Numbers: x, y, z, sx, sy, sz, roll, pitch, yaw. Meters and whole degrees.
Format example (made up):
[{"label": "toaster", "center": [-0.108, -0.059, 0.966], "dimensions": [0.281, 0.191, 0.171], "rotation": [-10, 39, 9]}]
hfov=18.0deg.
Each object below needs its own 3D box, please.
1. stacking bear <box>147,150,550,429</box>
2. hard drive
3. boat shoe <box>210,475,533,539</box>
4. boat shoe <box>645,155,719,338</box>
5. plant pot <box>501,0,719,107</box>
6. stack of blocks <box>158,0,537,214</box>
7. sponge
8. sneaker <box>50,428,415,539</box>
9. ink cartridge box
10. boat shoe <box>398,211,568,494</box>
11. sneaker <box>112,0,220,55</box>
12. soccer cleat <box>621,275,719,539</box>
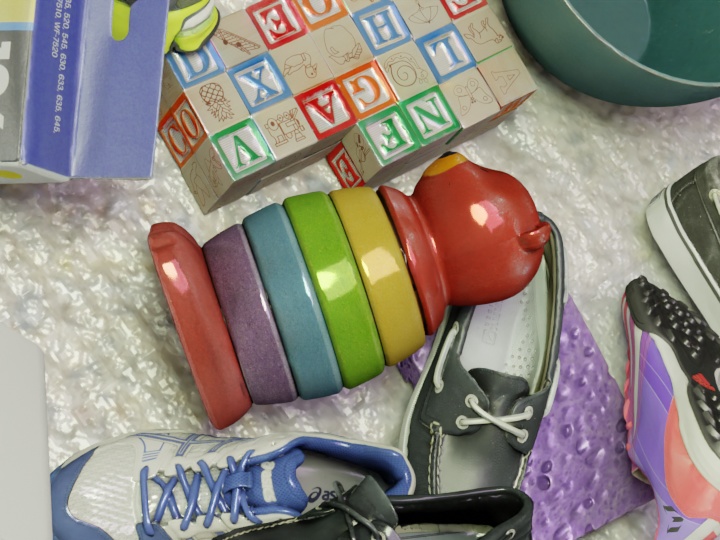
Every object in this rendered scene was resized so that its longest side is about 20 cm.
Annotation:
[{"label": "stacking bear", "center": [0.000, 0.000, 1.197], "dimensions": [0.199, 0.121, 0.114], "rotation": [-19, 95, -3]}, {"label": "hard drive", "center": [-0.200, 0.094, 1.096], "dimensions": [0.132, 0.027, 0.201], "rotation": [37, 32, -41]}, {"label": "boat shoe", "center": [0.007, 0.134, 1.133], "dimensions": [0.198, 0.075, 0.066], "rotation": [6, 114, -29]}, {"label": "boat shoe", "center": [0.249, 0.025, 1.346], "dimensions": [0.200, 0.064, 0.071], "rotation": [54, 36, 1]}, {"label": "plant pot", "center": [0.160, -0.179, 1.347], "dimensions": [0.199, 0.135, 0.201], "rotation": [7, 71, -20]}, {"label": "stack of blocks", "center": [-0.013, -0.104, 1.294], "dimensions": [0.199, 0.059, 0.116], "rotation": [-27, 83, -27]}, {"label": "sponge", "center": [0.084, 0.060, 1.297], "dimensions": [0.111, 0.030, 0.201], "rotation": [-25, 85, -26]}, {"label": "sneaker", "center": [-0.067, 0.110, 1.185], "dimensions": [0.199, 0.088, 0.076], "rotation": [-4, 76, -22]}, {"label": "ink cartridge box", "center": [-0.195, -0.144, 1.162], "dimensions": [0.199, 0.047, 0.199], "rotation": [-1, 78, 22]}, {"label": "boat shoe", "center": [0.069, 0.062, 1.240], "dimensions": [0.075, 0.060, 0.201], "rotation": [12, 70, -16]}, {"label": "sneaker", "center": [-0.165, -0.188, 1.224], "dimensions": [0.199, 0.081, 0.074], "rotation": [18, 41, 5]}, {"label": "soccer cleat", "center": [0.172, 0.077, 1.280], "dimensions": [0.068, 0.073, 0.200], "rotation": [28, 25, -25]}]
